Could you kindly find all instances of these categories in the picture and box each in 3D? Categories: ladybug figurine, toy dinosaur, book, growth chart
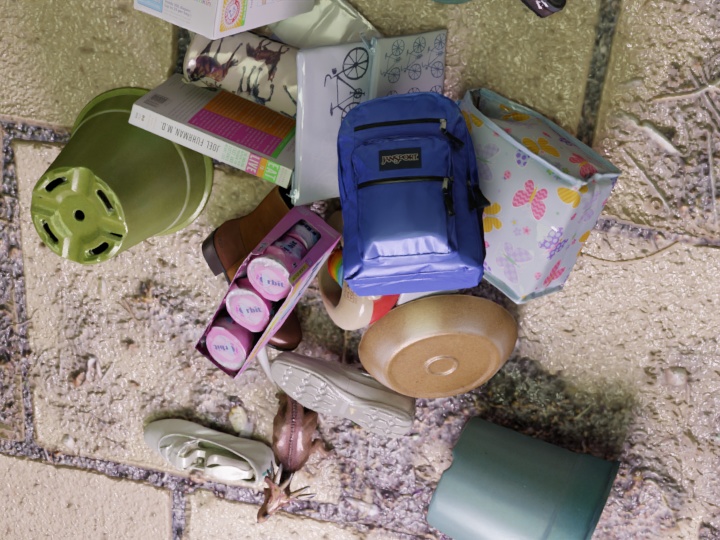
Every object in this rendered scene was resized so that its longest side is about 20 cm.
[{"bbox_3d":[0.000,0.000,1.437,0.071,0.200,0.137,2,108,-17],"label":"ladybug figurine"},{"bbox_3d":[-0.090,0.228,1.585,0.085,0.136,0.202,4,115,13],"label":"toy dinosaur"},{"bbox_3d":[-0.155,-0.168,1.422,0.198,0.134,0.048,23,117,4],"label":"book"},{"bbox_3d":[-0.038,-0.257,1.414,0.200,0.018,0.144,46,118,-8],"label":"growth chart"}]

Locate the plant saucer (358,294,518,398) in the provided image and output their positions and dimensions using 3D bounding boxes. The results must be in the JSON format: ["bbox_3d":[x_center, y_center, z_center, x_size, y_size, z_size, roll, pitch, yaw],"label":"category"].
[{"bbox_3d":[0.097,0.104,1.474,0.198,0.036,0.201,-4,142,-3],"label":"plant saucer"}]

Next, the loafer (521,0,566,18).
[{"bbox_3d":[0.145,-0.353,1.300,0.063,0.072,0.201,-32,96,44],"label":"loafer"}]

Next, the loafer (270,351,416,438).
[{"bbox_3d":[-0.021,0.151,1.560,0.199,0.070,0.070,25,132,-7],"label":"loafer"}]

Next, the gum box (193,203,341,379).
[{"bbox_3d":[-0.107,0.022,1.395,0.066,0.114,0.200,37,133,2],"label":"gum box"}]

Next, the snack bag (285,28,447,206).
[{"bbox_3d":[0.010,-0.174,1.366,0.198,0.021,0.190,-12,120,-29],"label":"snack bag"}]

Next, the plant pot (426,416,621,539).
[{"bbox_3d":[0.198,0.290,1.512,0.195,0.200,0.202,24,118,12],"label":"plant pot"}]

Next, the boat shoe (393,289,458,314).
[{"bbox_3d":[0.068,0.027,1.461,0.071,0.066,0.201,-4,144,-14],"label":"boat shoe"}]

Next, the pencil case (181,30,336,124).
[{"bbox_3d":[-0.107,-0.223,1.398,0.198,0.078,0.090,21,108,7],"label":"pencil case"}]

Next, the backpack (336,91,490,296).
[{"bbox_3d":[0.056,-0.089,1.277,0.161,0.168,0.202,-3,77,2],"label":"backpack"}]

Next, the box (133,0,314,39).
[{"bbox_3d":[-0.137,-0.328,1.294,0.112,0.200,0.102,24,119,20],"label":"box"}]

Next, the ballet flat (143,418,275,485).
[{"bbox_3d":[-0.217,0.254,1.672,0.198,0.070,0.070,11,117,11],"label":"ballet flat"}]

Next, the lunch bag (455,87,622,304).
[{"bbox_3d":[0.169,-0.092,1.372,0.200,0.127,0.171,37,121,27],"label":"lunch bag"}]

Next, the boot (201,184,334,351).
[{"bbox_3d":[-0.089,-0.002,1.487,0.199,0.068,0.189,-27,93,48],"label":"boot"}]

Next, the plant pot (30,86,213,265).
[{"bbox_3d":[-0.302,-0.098,1.463,0.198,0.190,0.202,6,116,12],"label":"plant pot"}]

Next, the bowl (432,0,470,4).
[{"bbox_3d":[0.057,-0.370,1.237,0.200,0.105,0.203,21,120,41],"label":"bowl"}]
